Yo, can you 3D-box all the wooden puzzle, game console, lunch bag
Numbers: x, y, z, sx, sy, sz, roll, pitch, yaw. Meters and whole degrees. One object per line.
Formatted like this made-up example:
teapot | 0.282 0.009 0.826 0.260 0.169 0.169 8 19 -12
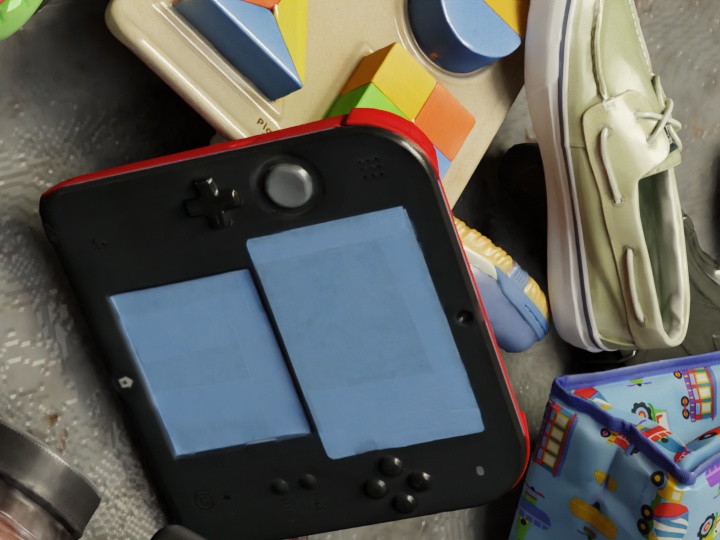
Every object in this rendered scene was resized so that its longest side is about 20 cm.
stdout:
wooden puzzle | 0.001 -0.118 1.146 0.185 0.046 0.201 43 53 -19
game console | -0.029 0.031 1.119 0.031 0.176 0.201 -82 155 -59
lunch bag | 0.173 0.118 1.310 0.199 0.094 0.152 -17 130 -44

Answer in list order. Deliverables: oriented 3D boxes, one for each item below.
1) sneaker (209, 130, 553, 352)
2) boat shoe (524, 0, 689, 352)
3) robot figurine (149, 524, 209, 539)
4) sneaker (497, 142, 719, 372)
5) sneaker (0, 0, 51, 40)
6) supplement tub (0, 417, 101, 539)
sneaker | 0.000 0.000 1.202 0.199 0.075 0.089 31 85 -25
boat shoe | 0.122 -0.059 1.197 0.072 0.062 0.202 -31 120 -52
robot figurine | -0.102 0.215 1.108 0.150 0.124 0.201 43 70 -32
sneaker | 0.136 0.010 1.299 0.200 0.076 0.091 38 83 -29
sneaker | -0.126 -0.178 1.076 0.077 0.084 0.200 39 75 -6
supplement tub | -0.188 0.157 1.050 0.107 0.107 0.201 42 71 -32
